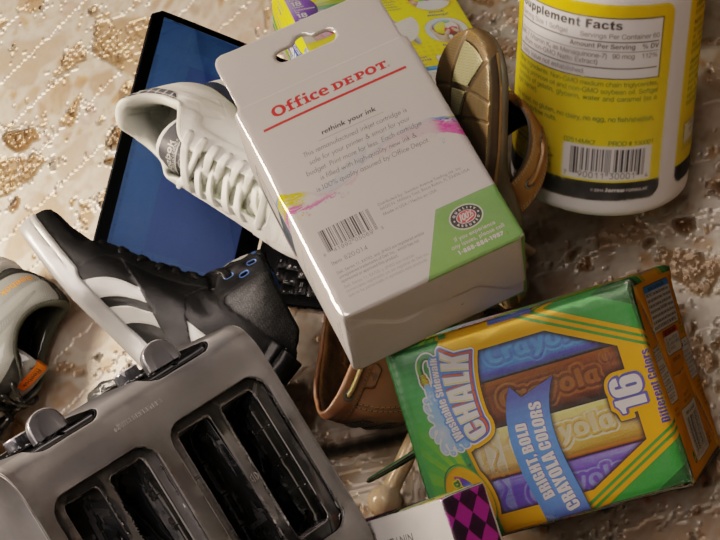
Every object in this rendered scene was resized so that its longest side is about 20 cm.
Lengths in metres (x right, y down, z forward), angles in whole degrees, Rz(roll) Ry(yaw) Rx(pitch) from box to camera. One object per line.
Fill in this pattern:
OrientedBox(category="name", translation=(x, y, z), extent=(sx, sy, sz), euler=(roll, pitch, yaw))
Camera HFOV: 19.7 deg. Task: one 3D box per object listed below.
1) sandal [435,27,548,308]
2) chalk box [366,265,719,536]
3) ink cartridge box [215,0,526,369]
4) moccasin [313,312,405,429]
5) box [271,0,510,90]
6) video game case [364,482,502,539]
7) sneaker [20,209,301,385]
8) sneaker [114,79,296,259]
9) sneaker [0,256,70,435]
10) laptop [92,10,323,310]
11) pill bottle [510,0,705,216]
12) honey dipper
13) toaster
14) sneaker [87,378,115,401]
OrientedBox(category="sandal", translation=(0.087, -0.065, 1.258), extent=(0.054, 0.201, 0.080), euler=(-22, 40, -12))
OrientedBox(category="chalk box", translation=(0.097, 0.085, 1.243), extent=(0.199, 0.125, 0.125), euler=(-16, 90, 18))
OrientedBox(category="ink cartridge box", translation=(0.003, -0.057, 1.222), extent=(0.117, 0.067, 0.201), euler=(-24, 60, -6))
OrientedBox(category="moccasin", translation=(-0.001, 0.000, 1.338), extent=(0.074, 0.077, 0.203), euler=(-6, 75, 55))
OrientedBox(category="box", translation=(0.013, -0.148, 1.375), extent=(0.117, 0.049, 0.200), euler=(-9, 43, -13))
OrientedBox(category="video game case", translation=(0.048, 0.233, 1.190), extent=(0.181, 0.036, 0.201), euler=(-27, 79, 61))
OrientedBox(category="sneaker", translation=(-0.119, 0.009, 1.355), extent=(0.112, 0.073, 0.200), euler=(-44, 82, -7))
OrientedBox(category="sneaker", translation=(-0.075, -0.059, 1.312), extent=(0.200, 0.080, 0.077), euler=(35, 114, 40))
OrientedBox(category="sneaker", translation=(-0.269, 0.089, 1.466), extent=(0.079, 0.074, 0.201), euler=(17, 80, 24))
OrientedBox(category="laptop", translation=(-0.053, -0.073, 1.402), extent=(0.199, 0.103, 0.178), euler=(6, 75, 27))
OrientedBox(category="pill bottle", translation=(0.152, -0.146, 1.268), extent=(0.114, 0.114, 0.201), euler=(19, 122, 29))
OrientedBox(category="honey dipper", translation=(0.053, 0.068, 1.341), extent=(0.038, 0.038, 0.201), euler=(25, 86, 30))
OrientedBox(category="toaster", translation=(-0.112, 0.154, 1.189), extent=(0.180, 0.119, 0.201), euler=(-31, 89, -31))
OrientedBox(category="sneaker", translation=(-0.110, 0.140, 1.381), extent=(0.104, 0.060, 0.200), euler=(-33, 57, 12))
